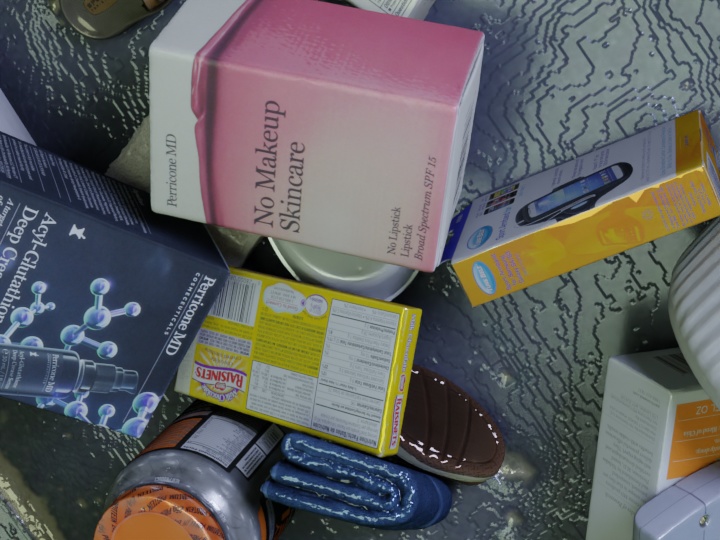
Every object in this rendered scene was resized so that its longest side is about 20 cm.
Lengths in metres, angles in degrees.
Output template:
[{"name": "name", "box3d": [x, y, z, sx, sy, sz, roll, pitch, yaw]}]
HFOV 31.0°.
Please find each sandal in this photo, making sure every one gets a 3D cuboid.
[{"name": "sandal", "box3d": [-0.164, -0.220, 0.925, 0.199, 0.055, 0.082, -25, 111, 43]}]

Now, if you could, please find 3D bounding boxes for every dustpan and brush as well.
[{"name": "dustpan and brush", "box3d": [0.000, 0.000, 0.956, 0.138, 0.057, 0.202, -10, 78, 2]}]

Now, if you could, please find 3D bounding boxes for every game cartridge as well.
[{"name": "game cartridge", "box3d": [0.267, 0.189, 0.889, 0.198, 0.041, 0.135, -12, 108, -26]}]

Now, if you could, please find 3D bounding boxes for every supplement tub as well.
[{"name": "supplement tub", "box3d": [-0.114, 0.171, 0.978, 0.121, 0.200, 0.124, 5, 107, 16]}]

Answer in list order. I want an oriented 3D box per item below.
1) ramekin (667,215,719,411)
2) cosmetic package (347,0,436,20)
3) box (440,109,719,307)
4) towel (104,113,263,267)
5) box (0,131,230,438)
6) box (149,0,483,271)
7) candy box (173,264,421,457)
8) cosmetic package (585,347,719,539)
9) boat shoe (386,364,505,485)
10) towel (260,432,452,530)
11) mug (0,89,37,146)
[{"name": "ramekin", "box3d": [0.287, 0.036, 0.824, 0.200, 0.200, 0.105, 47, 122, 0]}, {"name": "cosmetic package", "box3d": [-0.019, -0.263, 0.893, 0.199, 0.071, 0.105, 38, 114, 3]}, {"name": "box", "box3d": [0.144, -0.039, 0.881, 0.199, 0.119, 0.042, -23, 107, 22]}, {"name": "towel", "box3d": [-0.150, -0.037, 1.019, 0.132, 0.034, 0.200, 40, 112, 2]}, {"name": "box", "box3d": [-0.220, 0.007, 0.920, 0.199, 0.107, 0.149, 22, 106, -30]}, {"name": "box", "box3d": [-0.029, -0.097, 0.856, 0.198, 0.109, 0.129, 12, 127, 8]}, {"name": "candy box", "box3d": [-0.050, 0.058, 0.929, 0.199, 0.026, 0.103, 13, 96, 36]}, {"name": "cosmetic package", "box3d": [0.222, 0.160, 0.917, 0.101, 0.071, 0.202, -6, 110, -26]}, {"name": "boat shoe", "box3d": [0.014, 0.108, 1.002, 0.201, 0.075, 0.075, 30, 147, 1]}, {"name": "towel", "box3d": [0.004, 0.159, 0.942, 0.111, 0.200, 0.049, 15, 82, 13]}, {"name": "mug", "box3d": [-0.348, -0.098, 1.008, 0.185, 0.149, 0.154, -25, 89, 15]}]
